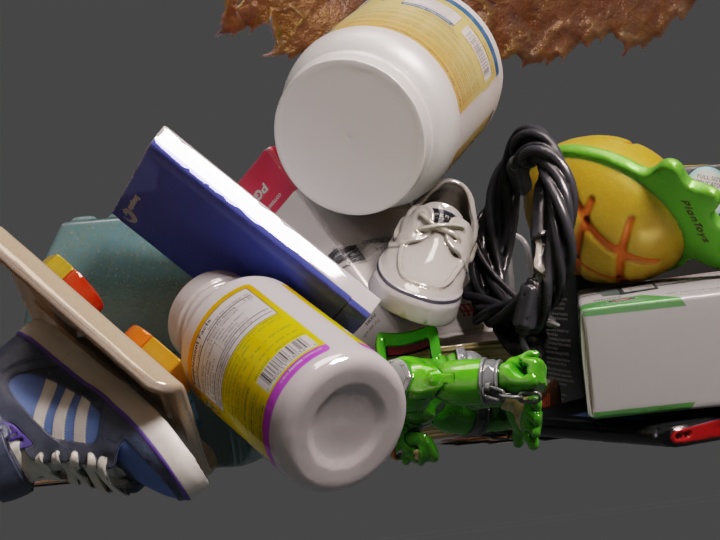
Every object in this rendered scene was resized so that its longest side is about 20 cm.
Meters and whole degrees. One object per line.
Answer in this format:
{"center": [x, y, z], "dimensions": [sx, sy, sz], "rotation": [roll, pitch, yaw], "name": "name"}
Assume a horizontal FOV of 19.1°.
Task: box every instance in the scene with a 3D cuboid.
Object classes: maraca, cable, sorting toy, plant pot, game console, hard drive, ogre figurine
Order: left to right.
{"center": [-0.180, 0.056, 1.547], "dimensions": [0.037, 0.185, 0.200], "rotation": [-47, -19, -12], "name": "sorting toy"}
{"center": [-0.163, 0.051, 1.741], "dimensions": [0.194, 0.202, 0.196], "rotation": [-4, 3, 15], "name": "plant pot"}
{"center": [-0.088, -0.011, 1.589], "dimensions": [0.025, 0.199, 0.132], "rotation": [-52, 2, -28], "name": "hard drive"}
{"center": [0.068, 0.091, 1.558], "dimensions": [0.119, 0.099, 0.200], "rotation": [3, 8, -1], "name": "ogre figurine"}
{"center": [0.116, -0.030, 1.617], "dimensions": [0.050, 0.165, 0.200], "rotation": [3, 19, -10], "name": "cable"}
{"center": [0.208, -0.046, 1.668], "dimensions": [0.199, 0.137, 0.107], "rotation": [6, 54, 46], "name": "maraca"}
{"center": [0.241, 0.106, 1.645], "dimensions": [0.175, 0.031, 0.199], "rotation": [-6, 2, -32], "name": "game console"}

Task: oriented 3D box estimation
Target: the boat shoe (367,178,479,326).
{"center": [0.056, -0.018, 1.621], "dimensions": [0.071, 0.066, 0.200], "rotation": [20, 21, 7], "name": "boat shoe"}

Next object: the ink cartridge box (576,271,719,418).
{"center": [0.238, 0.053, 1.627], "dimensions": [0.144, 0.085, 0.200], "rotation": [-7, 3, 5], "name": "ink cartridge box"}

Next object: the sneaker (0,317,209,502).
{"center": [-0.216, 0.136, 1.492], "dimensions": [0.200, 0.146, 0.081], "rotation": [37, -16, 29], "name": "sneaker"}

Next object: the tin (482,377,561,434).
{"center": [0.092, 0.111, 1.798], "dimensions": [0.111, 0.042, 0.199], "rotation": [-1, 0, -29], "name": "tin"}

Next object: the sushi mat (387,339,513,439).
{"center": [0.034, 0.097, 1.643], "dimensions": [0.198, 0.096, 0.012], "rotation": [-6, 42, -17], "name": "sushi mat"}

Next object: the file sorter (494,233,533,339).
{"center": [0.059, 0.031, 1.889], "dimensions": [0.138, 0.126, 0.199], "rotation": [-10, -6, 32], "name": "file sorter"}

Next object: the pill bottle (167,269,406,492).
{"center": [-0.059, 0.069, 1.504], "dimensions": [0.103, 0.105, 0.200], "rotation": [-6, 24, -31], "name": "pill bottle"}

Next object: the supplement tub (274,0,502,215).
{"center": [0.022, -0.134, 1.689], "dimensions": [0.143, 0.146, 0.200], "rotation": [-4, 19, 21], "name": "supplement tub"}

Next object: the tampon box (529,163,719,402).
{"center": [0.235, 0.014, 1.829], "dimensions": [0.148, 0.202, 0.126], "rotation": [-6, 2, -13], "name": "tampon box"}

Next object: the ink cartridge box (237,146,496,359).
{"center": [0.000, 0.000, 1.720], "dimensions": [0.144, 0.201, 0.084], "rotation": [-5, -36, -53], "name": "ink cartridge box"}
